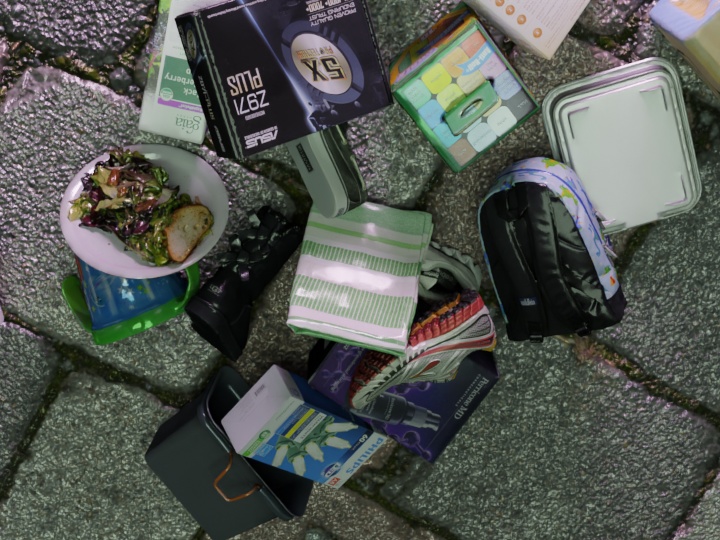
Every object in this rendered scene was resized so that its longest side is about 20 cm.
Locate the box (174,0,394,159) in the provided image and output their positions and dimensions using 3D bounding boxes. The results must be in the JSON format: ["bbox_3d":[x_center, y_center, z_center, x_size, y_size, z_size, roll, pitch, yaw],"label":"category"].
[{"bbox_3d":[-0.084,-0.232,1.431,0.198,0.086,0.166,-21,104,-19],"label":"box"}]

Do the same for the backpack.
[{"bbox_3d":[0.219,-0.034,1.546,0.162,0.154,0.201,-14,124,35],"label":"backpack"}]

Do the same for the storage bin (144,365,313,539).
[{"bbox_3d":[-0.176,0.253,1.651,0.134,0.146,0.201,-33,106,21],"label":"storage bin"}]

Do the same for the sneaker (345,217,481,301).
[{"bbox_3d":[0.060,-0.013,1.584,0.198,0.081,0.076,23,110,-6],"label":"sneaker"}]

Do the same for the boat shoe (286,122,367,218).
[{"bbox_3d":[-0.051,-0.164,1.541,0.063,0.070,0.202,-25,97,-32],"label":"boat shoe"}]

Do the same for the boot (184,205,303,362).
[{"bbox_3d":[-0.138,0.016,1.577,0.073,0.199,0.163,34,75,12],"label":"boot"}]

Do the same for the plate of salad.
[{"bbox_3d":[-0.253,-0.078,1.507,0.197,0.202,0.048,2,145,-1],"label":"plate of salad"}]

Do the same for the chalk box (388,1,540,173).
[{"bbox_3d":[0.114,-0.204,1.453,0.124,0.200,0.124,-37,106,12],"label":"chalk box"}]

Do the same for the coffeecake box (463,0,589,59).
[{"bbox_3d":[0.170,-0.358,1.432,0.199,0.073,0.154,34,94,-24],"label":"coffeecake box"}]

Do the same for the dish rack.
[{"bbox_3d":[0.321,-0.141,1.560,0.170,0.044,0.202,-16,109,5],"label":"dish rack"}]

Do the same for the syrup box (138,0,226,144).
[{"bbox_3d":[-0.199,-0.257,1.496,0.078,0.082,0.202,12,107,-5],"label":"syrup box"}]

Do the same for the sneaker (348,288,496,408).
[{"bbox_3d":[0.073,0.109,1.517,0.199,0.078,0.083,-32,107,8],"label":"sneaker"}]

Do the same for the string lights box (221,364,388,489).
[{"bbox_3d":[-0.067,0.198,1.614,0.103,0.059,0.199,-46,138,14],"label":"string lights box"}]

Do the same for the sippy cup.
[{"bbox_3d":[-0.283,0.005,1.567,0.176,0.140,0.132,-22,98,-4],"label":"sippy cup"}]

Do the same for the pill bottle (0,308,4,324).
[{"bbox_3d":[-0.504,-0.018,1.561,0.110,0.111,0.202,-14,109,5],"label":"pill bottle"}]

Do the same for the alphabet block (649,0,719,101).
[{"bbox_3d":[0.471,-0.267,1.439,0.196,0.196,0.200,-42,105,15],"label":"alphabet block"}]

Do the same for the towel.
[{"bbox_3d":[0.000,0.000,1.517,0.151,0.202,0.023,11,145,1],"label":"towel"}]

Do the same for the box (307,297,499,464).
[{"bbox_3d":[0.053,0.118,1.615,0.199,0.104,0.149,32,105,-11],"label":"box"}]
